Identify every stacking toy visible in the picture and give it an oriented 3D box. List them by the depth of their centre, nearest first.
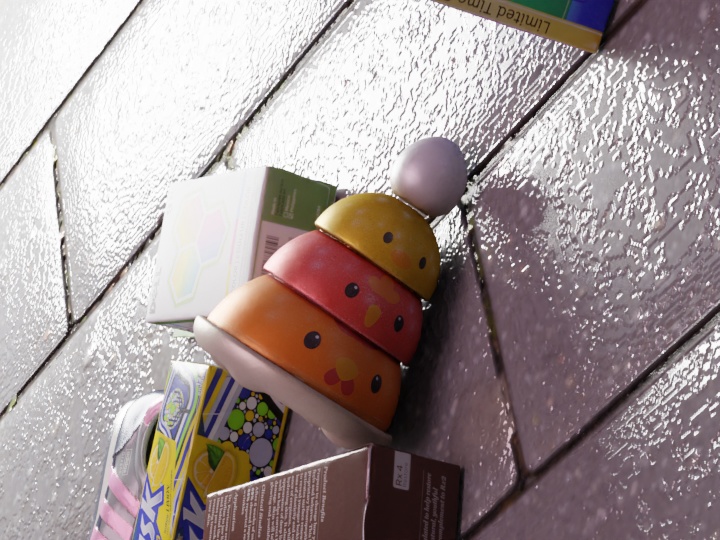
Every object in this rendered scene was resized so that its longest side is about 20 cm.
[{"bbox_3d":[0.000,0.000,1.656,0.200,0.146,0.146,-58,31,-1],"label":"stacking toy"}]

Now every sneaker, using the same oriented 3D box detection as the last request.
[{"bbox_3d":[-0.148,0.179,1.851,0.082,0.070,0.201,-23,59,56],"label":"sneaker"}]

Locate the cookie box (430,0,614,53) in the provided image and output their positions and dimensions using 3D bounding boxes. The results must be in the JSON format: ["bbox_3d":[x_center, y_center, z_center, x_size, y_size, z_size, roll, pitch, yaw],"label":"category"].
[{"bbox_3d":[0.088,-0.249,1.553,0.075,0.171,0.201,33,106,61],"label":"cookie box"}]

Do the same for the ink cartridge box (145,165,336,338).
[{"bbox_3d":[-0.099,-0.010,1.862,0.200,0.059,0.104,-5,73,58],"label":"ink cartridge box"}]

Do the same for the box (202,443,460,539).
[{"bbox_3d":[-0.023,0.177,1.646,0.200,0.075,0.101,-22,58,56],"label":"box"}]

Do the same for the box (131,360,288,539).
[{"bbox_3d":[-0.109,0.167,1.792,0.064,0.070,0.201,2,78,61],"label":"box"}]
